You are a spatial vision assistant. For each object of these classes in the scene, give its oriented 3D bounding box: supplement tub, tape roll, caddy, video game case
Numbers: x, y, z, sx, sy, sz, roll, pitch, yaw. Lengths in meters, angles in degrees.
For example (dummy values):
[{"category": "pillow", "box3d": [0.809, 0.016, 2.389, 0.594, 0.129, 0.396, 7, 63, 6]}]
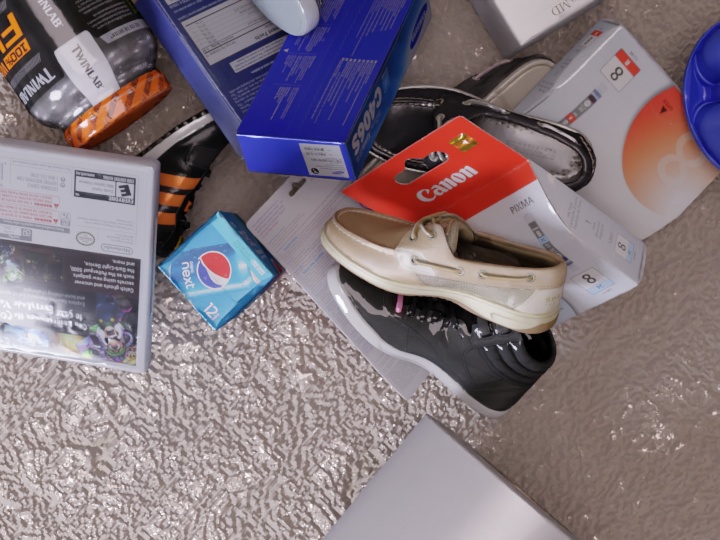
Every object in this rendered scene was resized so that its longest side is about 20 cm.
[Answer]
[{"category": "supplement tub", "box3d": [-0.248, -0.203, 1.506, 0.122, 0.123, 0.200, -35, 90, -1]}, {"category": "tape roll", "box3d": [0.086, 0.230, 1.477, 0.203, 0.203, 0.139, 41, 90, -1]}, {"category": "caddy", "box3d": [0.362, -0.141, 1.525, 0.199, 0.105, 0.142, 6, 82, -22]}, {"category": "video game case", "box3d": [-0.264, -0.016, 1.510, 0.199, 0.023, 0.183, 8, 111, 7]}]

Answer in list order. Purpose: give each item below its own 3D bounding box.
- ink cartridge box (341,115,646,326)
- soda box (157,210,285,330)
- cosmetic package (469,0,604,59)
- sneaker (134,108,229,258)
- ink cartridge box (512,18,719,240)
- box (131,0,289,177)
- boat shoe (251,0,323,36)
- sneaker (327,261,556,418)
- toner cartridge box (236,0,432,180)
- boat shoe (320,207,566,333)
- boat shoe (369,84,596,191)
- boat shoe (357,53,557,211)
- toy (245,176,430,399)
[{"category": "ink cartridge box", "box3d": [0.102, -0.026, 1.472, 0.200, 0.160, 0.047, 32, 53, -24]}, {"category": "soda box", "box3d": [-0.106, -0.002, 1.470, 0.064, 0.200, 0.068, -42, 91, 2]}, {"category": "cosmetic package", "box3d": [0.118, -0.290, 1.535, 0.107, 0.085, 0.200, -33, 90, -4]}, {"category": "sneaker", "box3d": [-0.161, -0.058, 1.540, 0.200, 0.070, 0.090, -36, 97, 3]}, {"category": "ink cartridge box", "box3d": [0.189, -0.082, 1.528, 0.200, 0.050, 0.162, -47, 113, -4]}, {"category": "box", "box3d": [-0.089, -0.172, 1.517, 0.121, 0.032, 0.200, -32, 85, -42]}, {"category": "boat shoe", "box3d": [-0.069, -0.284, 1.506, 0.091, 0.071, 0.201, -28, 69, -23]}, {"category": "sneaker", "box3d": [0.073, 0.034, 1.479, 0.200, 0.071, 0.099, 35, 130, -19]}, {"category": "toner cartridge box", "box3d": [-0.018, -0.158, 1.475, 0.095, 0.043, 0.200, 7, 49, 21]}, {"category": "boat shoe", "box3d": [0.065, -0.016, 1.439, 0.199, 0.072, 0.065, 21, 126, 16]}, {"category": "boat shoe", "box3d": [0.089, -0.100, 1.470, 0.199, 0.060, 0.074, 16, 101, 4]}, {"category": "boat shoe", "box3d": [0.080, -0.114, 1.544, 0.200, 0.057, 0.067, -33, 110, -5]}, {"category": "toy", "box3d": [0.000, 0.000, 1.544, 0.200, 0.047, 0.115, 47, 64, -10]}]
